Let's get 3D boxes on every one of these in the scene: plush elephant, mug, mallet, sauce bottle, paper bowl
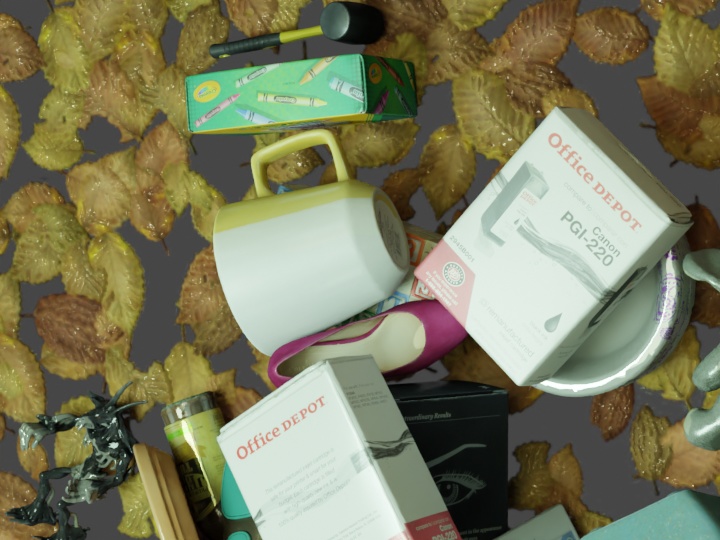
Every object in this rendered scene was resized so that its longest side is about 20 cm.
[{"bbox_3d":[0.357,0.044,1.452,0.163,0.156,0.201,-1,133,-11],"label":"plush elephant"},{"bbox_3d":[-0.045,-0.031,1.580,0.152,0.149,0.188,-19,97,18],"label":"mug"},{"bbox_3d":[-0.076,-0.236,1.692,0.198,0.066,0.042,-6,89,27],"label":"mallet"},{"bbox_3d":[-0.150,0.229,1.754,0.064,0.065,0.202,-24,81,26],"label":"sauce bottle"},{"bbox_3d":[0.208,0.010,1.540,0.199,0.104,0.203,1,93,27],"label":"paper bowl"}]

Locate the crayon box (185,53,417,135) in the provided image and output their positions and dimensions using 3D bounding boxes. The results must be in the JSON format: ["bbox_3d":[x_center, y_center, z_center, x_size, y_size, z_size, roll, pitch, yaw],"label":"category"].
[{"bbox_3d":[-0.058,-0.171,1.657,0.198,0.119,0.059,-4,91,27],"label":"crayon box"}]

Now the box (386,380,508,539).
[{"bbox_3d":[0.054,0.209,1.590,0.104,0.147,0.202,4,94,57],"label":"box"}]

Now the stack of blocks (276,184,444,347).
[{"bbox_3d":[0.000,0.000,1.669,0.199,0.058,0.116,22,102,24],"label":"stack of blocks"}]

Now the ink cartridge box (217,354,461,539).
[{"bbox_3d":[-0.018,0.195,1.475,0.145,0.085,0.201,-34,76,29],"label":"ink cartridge box"}]

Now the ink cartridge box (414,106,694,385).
[{"bbox_3d":[0.166,-0.021,1.457,0.146,0.085,0.200,46,108,17],"label":"ink cartridge box"}]

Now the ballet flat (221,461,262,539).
[{"bbox_3d":[-0.103,0.260,1.706,0.067,0.072,0.202,-13,66,34],"label":"ballet flat"}]

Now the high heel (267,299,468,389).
[{"bbox_3d":[0.011,0.069,1.560,0.198,0.096,0.068,-11,87,2],"label":"high heel"}]

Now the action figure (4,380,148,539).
[{"bbox_3d":[-0.306,0.209,1.813,0.119,0.102,0.201,41,111,31],"label":"action figure"}]

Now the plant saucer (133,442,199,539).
[{"bbox_3d":[-0.185,0.269,1.721,0.037,0.200,0.202,-17,84,-8],"label":"plant saucer"}]

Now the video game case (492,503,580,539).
[{"bbox_3d":[0.162,0.341,1.547,0.201,0.181,0.022,63,150,8],"label":"video game case"}]

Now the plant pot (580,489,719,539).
[{"bbox_3d":[0.292,0.306,1.472,0.195,0.196,0.202,-29,64,25],"label":"plant pot"}]
